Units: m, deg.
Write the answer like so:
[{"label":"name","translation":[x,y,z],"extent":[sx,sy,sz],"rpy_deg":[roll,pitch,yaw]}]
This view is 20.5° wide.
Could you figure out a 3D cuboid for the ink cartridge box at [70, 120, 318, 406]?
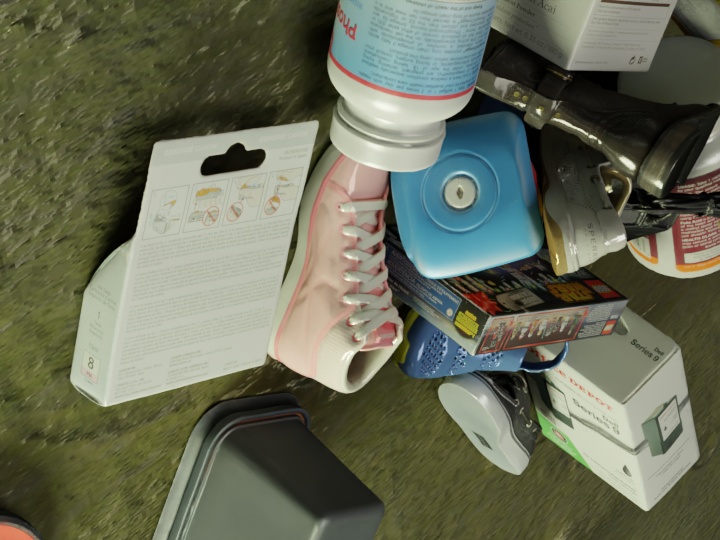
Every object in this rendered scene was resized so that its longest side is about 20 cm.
[{"label":"ink cartridge box","translation":[-0.117,-0.013,1.405],"extent":[0.162,0.057,0.201],"rpy_deg":[-13,120,-46]}]

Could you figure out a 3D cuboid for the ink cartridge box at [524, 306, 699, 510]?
[{"label":"ink cartridge box","translation":[0.231,0.113,1.862],"extent":[0.084,0.146,0.200],"rpy_deg":[-43,145,-16]}]

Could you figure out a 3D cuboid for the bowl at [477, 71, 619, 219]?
[{"label":"bowl","translation":[0.174,-0.133,1.669],"extent":[0.200,0.039,0.201],"rpy_deg":[-32,141,-31]}]

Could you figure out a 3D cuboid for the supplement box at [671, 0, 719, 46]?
[{"label":"supplement box","translation":[0.310,-0.255,1.567],"extent":[0.109,0.200,0.110],"rpy_deg":[44,80,-17]}]

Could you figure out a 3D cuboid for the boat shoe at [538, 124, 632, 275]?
[{"label":"boat shoe","translation":[0.175,-0.059,1.525],"extent":[0.069,0.200,0.071],"rpy_deg":[-10,119,7]}]

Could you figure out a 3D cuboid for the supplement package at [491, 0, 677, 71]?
[{"label":"supplement package","translation":[0.178,-0.264,1.481],"extent":[0.119,0.121,0.201],"rpy_deg":[-6,123,-50]}]

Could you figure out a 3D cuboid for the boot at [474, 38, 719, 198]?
[{"label":"boot","translation":[0.177,-0.129,1.503],"extent":[0.069,0.174,0.200],"rpy_deg":[-64,168,17]}]

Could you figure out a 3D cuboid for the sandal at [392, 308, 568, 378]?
[{"label":"sandal","translation":[0.111,0.056,1.714],"extent":[0.199,0.087,0.080],"rpy_deg":[-14,131,-43]}]

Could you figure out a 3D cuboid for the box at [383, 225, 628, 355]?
[{"label":"box","translation":[0.110,0.010,1.623],"extent":[0.200,0.137,0.040],"rpy_deg":[-5,126,-51]}]

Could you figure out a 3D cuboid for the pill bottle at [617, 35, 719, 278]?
[{"label":"pill bottle","translation":[0.273,-0.096,1.686],"extent":[0.114,0.114,0.200],"rpy_deg":[-42,145,-19]}]

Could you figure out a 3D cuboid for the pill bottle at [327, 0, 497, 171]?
[{"label":"pill bottle","translation":[0.037,-0.176,1.391],"extent":[0.108,0.109,0.201],"rpy_deg":[-18,132,-43]}]

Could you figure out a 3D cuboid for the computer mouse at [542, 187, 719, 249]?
[{"label":"computer mouse","translation":[0.238,-0.052,1.620],"extent":[0.140,0.200,0.046],"rpy_deg":[0,82,-24]}]

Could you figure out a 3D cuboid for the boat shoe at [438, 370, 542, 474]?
[{"label":"boat shoe","translation":[0.128,0.124,1.815],"extent":[0.066,0.070,0.200],"rpy_deg":[-56,149,-13]}]

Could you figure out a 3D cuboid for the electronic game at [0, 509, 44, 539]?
[{"label":"electronic game","translation":[-0.301,0.255,1.404],"extent":[0.200,0.042,0.201],"rpy_deg":[-32,140,-31]}]

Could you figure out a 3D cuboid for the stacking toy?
[{"label":"stacking toy","translation":[0.106,-0.046,1.567],"extent":[0.200,0.109,0.117],"rpy_deg":[19,59,-70]}]

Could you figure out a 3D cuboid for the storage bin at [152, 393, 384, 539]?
[{"label":"storage bin","translation":[-0.067,0.220,1.587],"extent":[0.145,0.134,0.201],"rpy_deg":[-4,123,-50]}]

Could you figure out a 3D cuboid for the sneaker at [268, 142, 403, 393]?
[{"label":"sneaker","translation":[0.000,0.000,1.506],"extent":[0.075,0.104,0.201],"rpy_deg":[-5,121,-48]}]
